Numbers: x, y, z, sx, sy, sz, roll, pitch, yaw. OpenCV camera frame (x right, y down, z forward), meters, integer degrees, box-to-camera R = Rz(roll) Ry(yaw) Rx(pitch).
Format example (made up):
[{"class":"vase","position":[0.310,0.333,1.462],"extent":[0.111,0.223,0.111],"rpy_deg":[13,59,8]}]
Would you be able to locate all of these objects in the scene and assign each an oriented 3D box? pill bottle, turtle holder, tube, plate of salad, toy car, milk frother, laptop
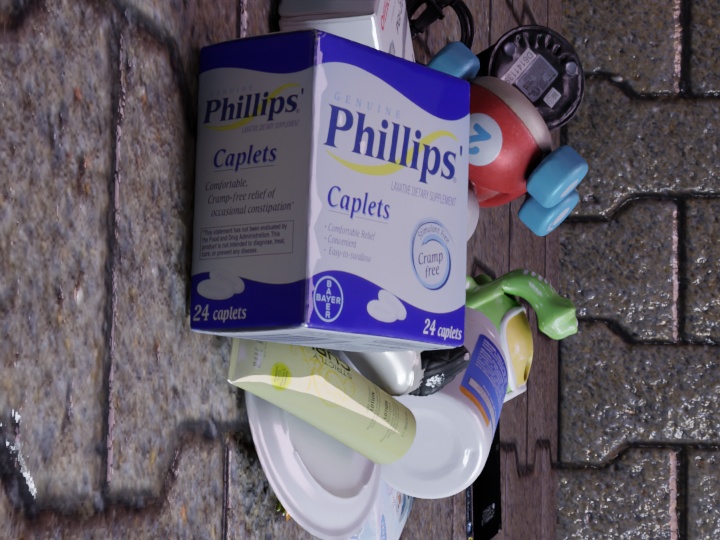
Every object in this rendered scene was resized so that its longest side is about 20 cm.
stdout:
[{"class":"pill bottle","position":[0.074,0.109,1.528],"extent":[0.200,0.112,0.113],"rpy_deg":[-60,148,-64]},{"class":"turtle holder","position":[0.124,0.074,1.750],"extent":[0.132,0.185,0.141],"rpy_deg":[63,-9,8]},{"class":"tube","position":[-0.032,0.087,1.266],"extent":[0.200,0.052,0.058],"rpy_deg":[37,6,-42]},{"class":"plate of salad","position":[-0.042,0.114,1.333],"extent":[0.200,0.048,0.201],"rpy_deg":[38,44,-48]},{"class":"toy car","position":[0.090,-0.083,1.689],"extent":[0.200,0.184,0.177],"rpy_deg":[-43,168,-11]},{"class":"milk frother","position":[0.112,-0.216,1.880],"extent":[0.201,0.180,0.188],"rpy_deg":[61,-22,-4]},{"class":"laptop","position":[0.074,0.246,1.721],"extent":[0.187,0.115,0.201],"rpy_deg":[5,84,-77]}]

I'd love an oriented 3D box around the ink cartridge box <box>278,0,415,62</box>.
[{"class":"ink cartridge box","position":[-0.004,-0.170,1.432],"extent":[0.146,0.084,0.201],"rpy_deg":[-80,162,-48]}]

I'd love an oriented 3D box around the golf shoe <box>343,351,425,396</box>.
[{"class":"golf shoe","position":[-0.027,0.028,1.303],"extent":[0.097,0.078,0.200],"rpy_deg":[-45,111,-40]}]

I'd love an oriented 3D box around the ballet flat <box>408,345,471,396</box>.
[{"class":"ballet flat","position":[0.042,0.054,1.439],"extent":[0.200,0.057,0.067],"rpy_deg":[-124,-161,-65]}]

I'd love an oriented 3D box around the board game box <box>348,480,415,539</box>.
[{"class":"board game box","position":[0.013,0.159,1.606],"extent":[0.199,0.043,0.201],"rpy_deg":[-56,144,-70]}]

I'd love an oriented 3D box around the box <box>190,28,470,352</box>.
[{"class":"box","position":[-0.017,-0.049,1.186],"extent":[0.184,0.105,0.201],"rpy_deg":[10,79,-51]}]
